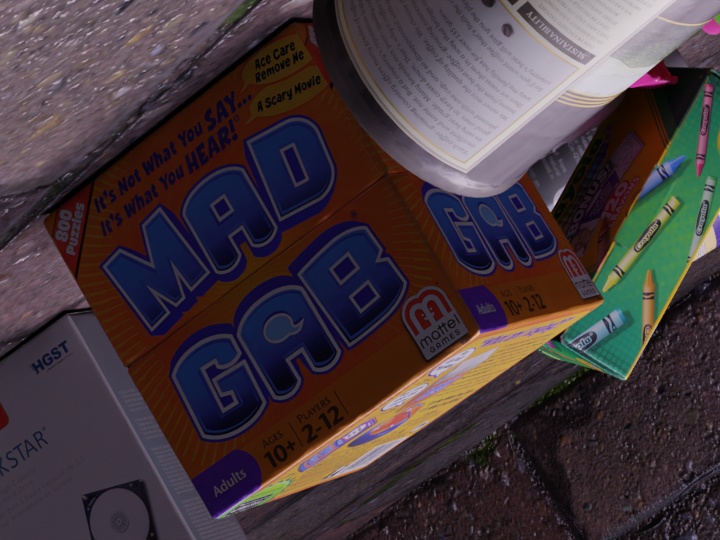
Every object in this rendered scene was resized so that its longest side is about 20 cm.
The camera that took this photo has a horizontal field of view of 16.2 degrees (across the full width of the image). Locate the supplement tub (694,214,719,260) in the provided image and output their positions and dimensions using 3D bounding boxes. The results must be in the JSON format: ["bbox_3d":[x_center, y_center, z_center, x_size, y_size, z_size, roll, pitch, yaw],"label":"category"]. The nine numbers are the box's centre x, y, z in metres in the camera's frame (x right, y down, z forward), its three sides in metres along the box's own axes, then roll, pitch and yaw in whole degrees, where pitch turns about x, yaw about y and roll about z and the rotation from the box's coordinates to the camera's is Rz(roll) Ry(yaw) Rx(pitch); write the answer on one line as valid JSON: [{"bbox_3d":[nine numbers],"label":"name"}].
[{"bbox_3d":[0.198,-0.044,2.092,0.199,0.146,0.145,-31,170,-3],"label":"supplement tub"}]

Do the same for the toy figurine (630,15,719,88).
[{"bbox_3d":[0.209,-0.190,1.575,0.184,0.150,0.200,-22,-154,54],"label":"toy figurine"}]

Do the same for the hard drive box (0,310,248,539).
[{"bbox_3d":[-0.190,0.152,1.719,0.155,0.201,0.077,-35,169,20],"label":"hard drive box"}]

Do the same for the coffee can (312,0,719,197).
[{"bbox_3d":[0.093,-0.150,1.247,0.200,0.147,0.146,-39,168,37],"label":"coffee can"}]

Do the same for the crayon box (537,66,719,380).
[{"bbox_3d":[0.176,-0.034,1.651,0.201,0.058,0.119,-61,-161,-5],"label":"crayon box"}]

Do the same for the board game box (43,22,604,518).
[{"bbox_3d":[-0.017,-0.005,1.468,0.199,0.201,0.200,-35,169,23],"label":"board game box"}]

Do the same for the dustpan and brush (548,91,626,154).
[{"bbox_3d":[0.148,-0.143,1.694,0.199,0.058,0.139,-30,-161,-28],"label":"dustpan and brush"}]

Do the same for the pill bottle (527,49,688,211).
[{"bbox_3d":[0.140,-0.088,1.792,0.199,0.114,0.114,-29,170,-12],"label":"pill bottle"}]
